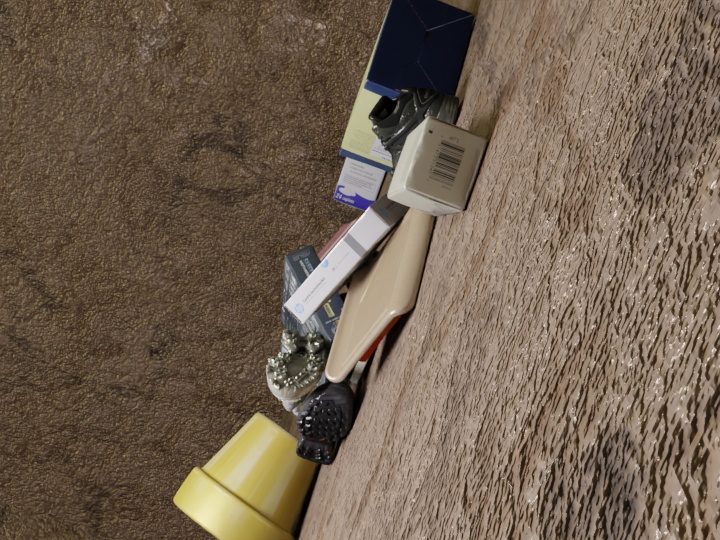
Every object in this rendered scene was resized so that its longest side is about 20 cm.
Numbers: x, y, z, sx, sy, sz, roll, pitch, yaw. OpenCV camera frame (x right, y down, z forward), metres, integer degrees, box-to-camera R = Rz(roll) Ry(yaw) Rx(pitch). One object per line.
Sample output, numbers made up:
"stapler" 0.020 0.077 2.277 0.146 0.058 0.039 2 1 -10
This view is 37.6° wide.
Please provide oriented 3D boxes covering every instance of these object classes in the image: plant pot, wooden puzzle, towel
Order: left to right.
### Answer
"plant pot" -0.163 0.340 1.670 0.190 0.200 0.201 -55 0 -12
"towel" -0.005 -0.048 1.646 0.199 0.023 0.144 -23 23 54
"wooden puzzle" 0.030 0.026 1.305 0.200 0.037 0.187 -47 21 48

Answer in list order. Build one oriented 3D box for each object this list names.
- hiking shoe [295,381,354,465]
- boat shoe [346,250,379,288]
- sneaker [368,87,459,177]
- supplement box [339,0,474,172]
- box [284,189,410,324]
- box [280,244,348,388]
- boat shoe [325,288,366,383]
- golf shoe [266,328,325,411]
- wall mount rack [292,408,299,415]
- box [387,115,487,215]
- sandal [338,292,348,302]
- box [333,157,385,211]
"hiking shoe" -0.048 0.188 1.463 0.201 0.074 0.102 113 172 -55
"boat shoe" 0.000 0.000 1.721 0.200 0.073 0.074 -95 26 -84
"sneaker" 0.056 -0.171 1.468 0.077 0.112 0.201 -72 1 -48
"supplement box" 0.071 -0.289 1.657 0.200 0.132 0.203 116 172 -60
"box" -0.004 -0.030 1.431 0.200 0.041 0.156 -49 -3 31
"box" -0.066 0.082 1.602 0.159 0.050 0.201 60 160 26
"boat shoe" 0.005 0.053 1.454 0.075 0.061 0.203 -66 -3 -81
"golf shoe" -0.086 0.153 1.440 0.200 0.077 0.099 -66 -16 -75
"wall mount rack" -0.066 0.161 1.866 0.201 0.073 0.176 -78 8 -56
"box" 0.079 -0.108 1.143 0.200 0.067 0.083 -134 64 -86
"sandal" -0.016 0.087 1.616 0.077 0.042 0.201 63 162 19
"box" 0.016 -0.271 2.607 0.184 0.103 0.203 -82 11 -73
